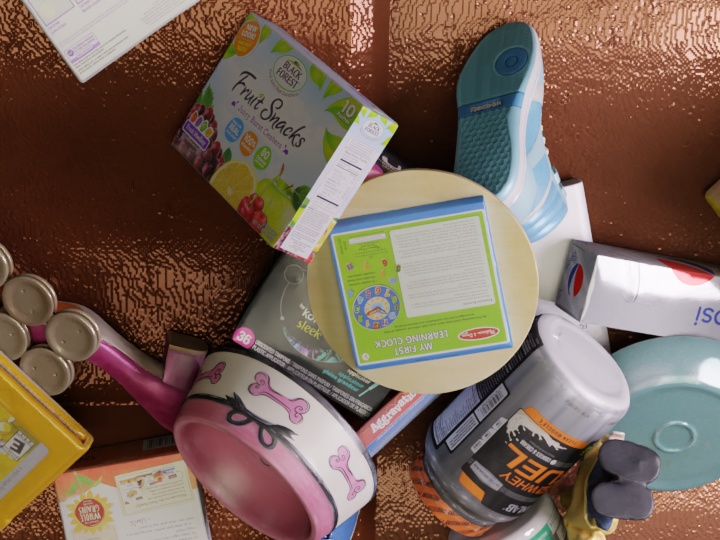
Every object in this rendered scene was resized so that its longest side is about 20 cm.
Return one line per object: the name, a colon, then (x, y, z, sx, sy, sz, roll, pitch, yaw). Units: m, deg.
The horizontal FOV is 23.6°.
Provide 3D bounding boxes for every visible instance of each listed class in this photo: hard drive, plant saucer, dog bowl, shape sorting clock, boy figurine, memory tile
hard drive: (0.162, 0.023, 1.640, 0.131, 0.027, 0.202, -13, 107, -2)
plant saucer: (0.298, 0.148, 1.643, 0.198, 0.036, 0.201, 1, 130, 1)
dog bowl: (-0.084, 0.166, 1.551, 0.200, 0.200, 0.074, 49, 61, -16)
shape sorting clock: (0.053, 0.010, 1.466, 0.198, 0.039, 0.202, 2, 105, 9)
boy figurine: (0.225, 0.215, 1.600, 0.064, 0.200, 0.125, 11, 72, 2)
memory tile: (-0.334, 0.073, 1.564, 0.153, 0.017, 0.200, 38, 120, -6)

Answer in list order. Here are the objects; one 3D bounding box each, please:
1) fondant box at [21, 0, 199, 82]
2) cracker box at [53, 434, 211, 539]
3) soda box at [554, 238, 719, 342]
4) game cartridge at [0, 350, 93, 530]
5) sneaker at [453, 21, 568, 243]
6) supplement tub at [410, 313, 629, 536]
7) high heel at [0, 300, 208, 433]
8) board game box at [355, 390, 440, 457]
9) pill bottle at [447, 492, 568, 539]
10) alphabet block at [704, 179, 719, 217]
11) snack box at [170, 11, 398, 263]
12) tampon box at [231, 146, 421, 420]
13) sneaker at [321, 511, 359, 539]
fondant box: (-0.242, -0.288, 1.493, 0.144, 0.058, 0.201, -34, 107, 3)
cracker box: (-0.210, 0.266, 1.650, 0.133, 0.058, 0.202, -9, 105, -3)
soda box: (0.289, 0.024, 1.619, 0.198, 0.063, 0.069, 10, 102, -19)
game cartridge: (-0.371, 0.158, 1.581, 0.176, 0.032, 0.200, 44, 113, -9)
sneaker: (0.143, -0.115, 1.565, 0.079, 0.201, 0.131, -4, 149, 32)
supplement tub: (0.143, 0.147, 1.592, 0.122, 0.123, 0.200, 35, 115, -14)
high heel: (-0.244, 0.090, 1.600, 0.198, 0.067, 0.097, 13, 110, -16)
board game box: (0.074, 0.094, 1.567, 0.200, 0.103, 0.019, -42, 81, -5)
pill bottle: (0.176, 0.319, 1.678, 0.113, 0.113, 0.201, -29, 107, 2)
alphabet block: (0.466, -0.046, 1.568, 0.200, 0.196, 0.196, -40, 104, 5)
snack box: (-0.070, -0.118, 1.487, 0.053, 0.200, 0.143, 25, 103, -44)
tampon box: (0.000, 0.000, 1.551, 0.149, 0.126, 0.201, 30, 104, -6)
sneaker: (-0.047, 0.284, 1.645, 0.076, 0.111, 0.201, 20, 102, -11)
